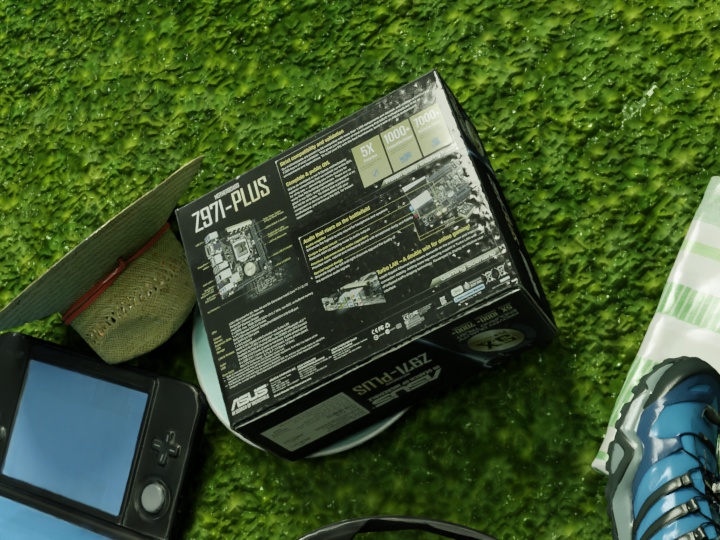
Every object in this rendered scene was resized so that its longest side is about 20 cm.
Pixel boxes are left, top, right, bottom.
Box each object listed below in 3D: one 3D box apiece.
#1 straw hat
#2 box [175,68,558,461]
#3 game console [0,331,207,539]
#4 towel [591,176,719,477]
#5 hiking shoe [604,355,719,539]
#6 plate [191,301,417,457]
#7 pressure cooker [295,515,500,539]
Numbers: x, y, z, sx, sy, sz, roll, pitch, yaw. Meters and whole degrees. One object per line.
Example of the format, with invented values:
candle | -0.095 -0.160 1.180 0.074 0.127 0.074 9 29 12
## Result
straw hat | -0.160 0.014 0.901 0.200 0.201 0.085 -38 95 6
box | 0.000 0.000 0.815 0.198 0.086 0.166 -27 60 13
game console | -0.226 0.139 0.873 0.197 0.116 0.179 13 87 28
towel | 0.235 0.052 0.745 0.151 0.023 0.202 19 77 32
hiking shoe | 0.171 0.139 0.662 0.086 0.074 0.203 -8 57 47
plate | -0.025 0.031 0.880 0.197 0.026 0.203 -10 65 21
pressure cooker | 0.021 0.234 0.688 0.177 0.174 0.203 -15 59 48
